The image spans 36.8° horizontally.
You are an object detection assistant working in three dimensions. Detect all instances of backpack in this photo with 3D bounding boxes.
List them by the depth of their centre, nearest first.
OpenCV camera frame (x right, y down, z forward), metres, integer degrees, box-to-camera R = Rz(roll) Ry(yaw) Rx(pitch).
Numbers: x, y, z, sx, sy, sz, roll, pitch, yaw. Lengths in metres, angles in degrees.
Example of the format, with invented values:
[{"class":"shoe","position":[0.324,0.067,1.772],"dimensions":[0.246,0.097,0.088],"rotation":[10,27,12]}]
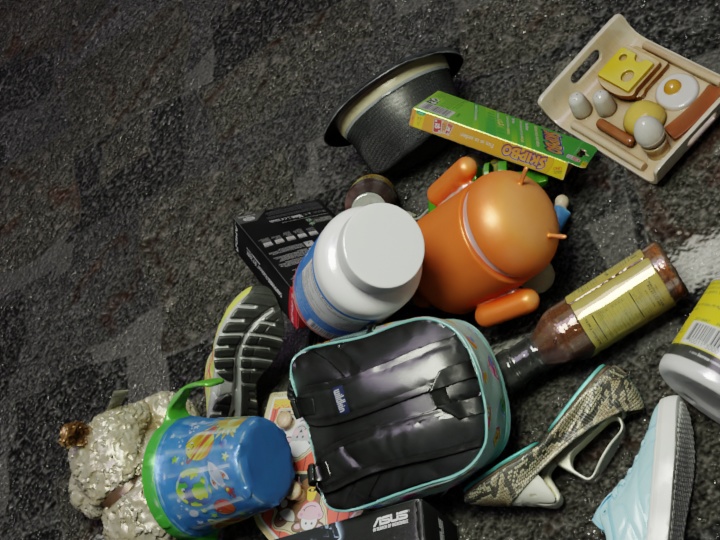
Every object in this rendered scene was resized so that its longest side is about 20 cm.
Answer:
[{"class":"backpack","position":[0.051,0.138,1.076],"dimensions":[0.198,0.152,0.179],"rotation":[-24,72,28]}]

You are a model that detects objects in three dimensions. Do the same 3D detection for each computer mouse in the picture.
[{"class":"computer mouse","position":[-0.001,0.097,1.211],"dimensions":[0.197,0.046,0.142],"rotation":[-9,43,32]}]

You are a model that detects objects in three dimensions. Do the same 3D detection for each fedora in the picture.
[{"class":"fedora","position":[0.055,-0.182,1.323],"dimensions":[0.199,0.200,0.093],"rotation":[-33,78,13]}]

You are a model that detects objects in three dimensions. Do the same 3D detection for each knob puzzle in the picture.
[{"class":"knob puzzle","position":[-0.055,0.221,1.198],"dimensions":[0.217,0.030,0.223],"rotation":[-18,53,25]}]

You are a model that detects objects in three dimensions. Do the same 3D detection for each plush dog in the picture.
[{"class":"plush dog","position":[-0.266,0.254,1.267],"dimensions":[0.199,0.160,0.172],"rotation":[-41,69,5]}]

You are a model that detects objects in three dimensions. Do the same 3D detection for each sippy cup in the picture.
[{"class":"sippy cup","position":[-0.147,0.218,1.179],"dimensions":[0.129,0.179,0.141],"rotation":[-18,31,33]}]

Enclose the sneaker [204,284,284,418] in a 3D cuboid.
[{"class":"sneaker","position":[-0.148,0.099,1.274],"dimensions":[0.091,0.077,0.203],"rotation":[-120,45,-57]}]

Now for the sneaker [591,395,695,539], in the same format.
[{"class":"sneaker","position":[0.246,0.205,0.962],"dimensions":[0.081,0.074,0.203],"rotation":[0,61,32]}]

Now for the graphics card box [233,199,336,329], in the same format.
[{"class":"graphics card box","position":[-0.061,-0.012,1.290],"dimensions":[0.124,0.052,0.200],"rotation":[-14,36,-24]}]

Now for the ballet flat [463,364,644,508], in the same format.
[{"class":"ballet flat","position":[0.190,0.178,1.034],"dimensions":[0.200,0.068,0.076],"rotation":[-42,68,3]}]

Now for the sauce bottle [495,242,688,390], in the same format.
[{"class":"sauce bottle","position":[0.225,0.050,1.076],"dimensions":[0.198,0.066,0.067],"rotation":[-33,47,15]}]

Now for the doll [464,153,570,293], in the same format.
[{"class":"doll","position":[0.168,-0.054,1.207],"dimensions":[0.136,0.048,0.202],"rotation":[-34,50,19]}]

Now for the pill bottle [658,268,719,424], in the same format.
[{"class":"pill bottle","position":[0.364,0.037,0.960],"dimensions":[0.114,0.114,0.201],"rotation":[29,80,43]}]

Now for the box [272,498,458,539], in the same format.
[{"class":"box","position":[-0.002,0.334,1.046],"dimensions":[0.197,0.086,0.166],"rotation":[-20,51,24]}]

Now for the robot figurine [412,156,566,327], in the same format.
[{"class":"robot figurine","position":[0.126,-0.027,1.118],"dimensions":[0.199,0.115,0.146],"rotation":[-35,40,47]}]

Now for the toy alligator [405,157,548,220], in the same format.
[{"class":"toy alligator","position":[0.110,-0.086,1.198],"dimensions":[0.197,0.054,0.060],"rotation":[-15,57,31]}]

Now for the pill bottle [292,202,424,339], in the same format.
[{"class":"pill bottle","position":[0.000,0.000,1.099],"dimensions":[0.114,0.111,0.200],"rotation":[-67,8,-19]}]

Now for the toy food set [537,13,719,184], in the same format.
[{"class":"toy food set","position":[0.306,-0.197,1.193],"dimensions":[0.144,0.060,0.200],"rotation":[-47,46,0]}]

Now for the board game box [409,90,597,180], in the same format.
[{"class":"board game box","position":[0.160,-0.149,1.195],"dimensions":[0.197,0.096,0.030],"rotation":[19,116,15]}]

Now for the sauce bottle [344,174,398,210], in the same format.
[{"class":"sauce bottle","position":[0.014,-0.075,1.246],"dimensions":[0.066,0.066,0.200],"rotation":[-41,6,6]}]
